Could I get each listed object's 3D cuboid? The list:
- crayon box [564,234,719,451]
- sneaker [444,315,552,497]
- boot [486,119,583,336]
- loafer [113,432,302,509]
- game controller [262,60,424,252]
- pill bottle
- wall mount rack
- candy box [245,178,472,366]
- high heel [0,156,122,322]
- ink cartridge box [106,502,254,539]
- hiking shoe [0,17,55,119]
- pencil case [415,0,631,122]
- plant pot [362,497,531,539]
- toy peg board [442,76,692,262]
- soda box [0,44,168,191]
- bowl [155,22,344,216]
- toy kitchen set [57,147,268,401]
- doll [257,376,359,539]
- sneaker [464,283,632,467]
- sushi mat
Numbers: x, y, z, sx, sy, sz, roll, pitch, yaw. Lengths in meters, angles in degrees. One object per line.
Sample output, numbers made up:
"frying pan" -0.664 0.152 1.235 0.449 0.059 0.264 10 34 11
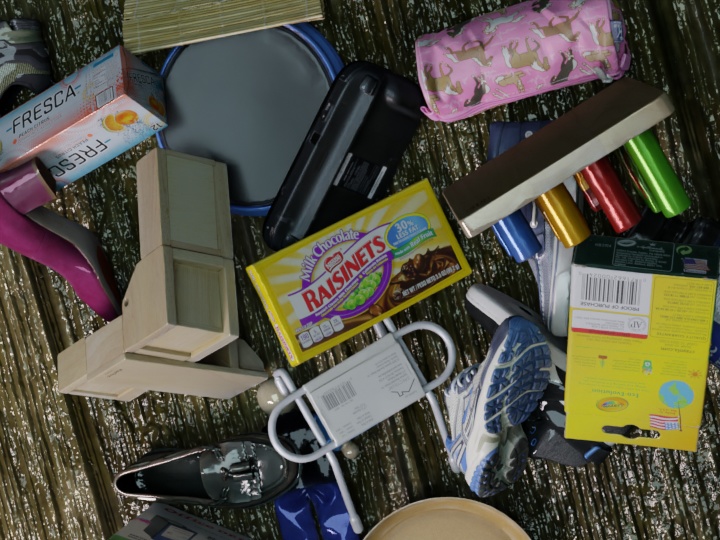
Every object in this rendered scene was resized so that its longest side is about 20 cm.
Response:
"crayon box" 0.245 0.066 1.621 0.126 0.051 0.202 6 128 9
"sneaker" 0.112 0.115 1.686 0.085 0.077 0.201 44 138 35
"boot" 0.161 -0.041 1.720 0.089 0.073 0.202 2 88 14
"loafer" -0.149 0.200 1.768 0.198 0.063 0.073 -10 89 33
"game controller" -0.014 -0.097 1.732 0.042 0.104 0.201 39 106 44
"pill bottle" 0.326 0.023 1.671 0.199 0.112 0.112 34 101 5
"wall mount rack" 0.012 0.142 1.742 0.199 0.075 0.175 -29 87 -13
"candy box" 0.000 0.000 1.719 0.199 0.026 0.103 -27 90 -22
"high heel" -0.307 -0.015 1.775 0.095 0.068 0.201 -24 118 7
"ink cartridge box" -0.169 0.301 1.746 0.144 0.200 0.088 22 96 8
"hiking shoe" -0.390 -0.171 1.794 0.198 0.076 0.102 -22 89 11
"pencil case" 0.147 -0.198 1.694 0.198 0.087 0.083 -14 124 12
"plant pot" 0.083 0.313 1.775 0.198 0.027 0.202 0 99 0
"toy peg board" 0.185 -0.068 1.590 0.198 0.200 0.098 -32 99 4
"soda box" -0.280 -0.133 1.753 0.199 0.068 0.064 -27 53 23
"bowl" -0.106 -0.153 1.764 0.198 0.039 0.203 1 96 10
"toy kitchen set" -0.174 0.018 1.767 0.199 0.162 0.182 -30 58 45
"doll" -0.062 0.202 1.792 0.135 0.048 0.202 -15 94 10
"sneaker" 0.158 0.111 1.730 0.199 0.073 0.112 36 105 6
"sushi mat" -0.130 -0.253 1.741 0.198 0.012 0.096 -9 52 11
